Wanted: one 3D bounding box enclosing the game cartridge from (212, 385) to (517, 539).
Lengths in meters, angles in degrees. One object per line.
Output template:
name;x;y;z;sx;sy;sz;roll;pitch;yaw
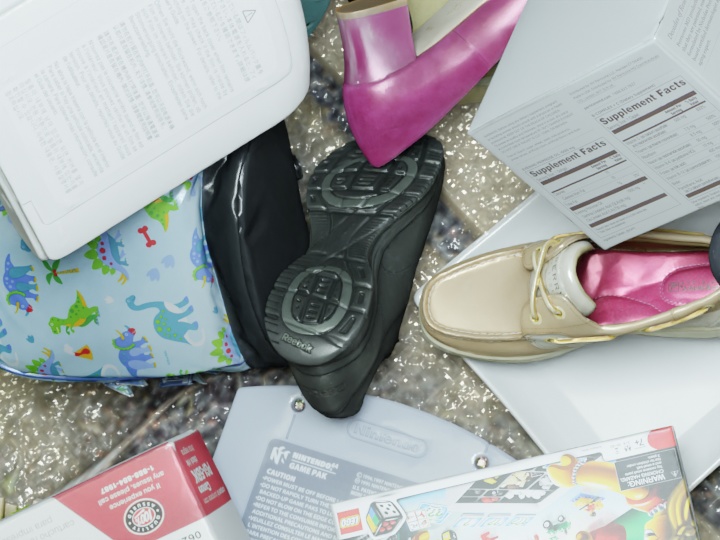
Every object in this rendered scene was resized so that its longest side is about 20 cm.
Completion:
game cartridge;0.005;0.142;1.466;0.199;0.040;0.134;17;82;18

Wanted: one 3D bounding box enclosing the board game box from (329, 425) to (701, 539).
board game box;0.092;0.171;1.401;0.199;0.035;0.127;-14;75;5

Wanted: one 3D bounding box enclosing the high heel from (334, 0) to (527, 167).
high heel;0.083;-0.129;1.487;0.199;0.067;0.096;-17;109;-19

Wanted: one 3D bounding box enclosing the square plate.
square plate;0.166;0.026;1.464;0.198;0.028;0.200;-40;69;-1

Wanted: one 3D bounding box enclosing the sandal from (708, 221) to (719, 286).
sandal;0.268;0.041;1.395;0.200;0.043;0.076;49;64;-8

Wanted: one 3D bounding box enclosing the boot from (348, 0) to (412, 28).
boot;0.059;-0.242;1.523;0.173;0.069;0.201;-15;78;1

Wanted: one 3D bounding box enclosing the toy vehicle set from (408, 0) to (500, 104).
toy vehicle set;0.081;-0.203;1.554;0.124;0.027;0.201;-5;73;12

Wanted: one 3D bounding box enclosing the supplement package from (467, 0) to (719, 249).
supplement package;0.173;-0.138;1.374;0.111;0.156;0.200;39;55;-20

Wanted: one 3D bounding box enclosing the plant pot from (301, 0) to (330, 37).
plant pot;-0.112;-0.190;1.515;0.200;0.201;0.161;-40;77;0

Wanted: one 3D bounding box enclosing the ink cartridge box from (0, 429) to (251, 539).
ink cartridge box;-0.120;0.212;1.418;0.146;0.083;0.201;-26;88;6

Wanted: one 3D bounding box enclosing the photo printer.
photo printer;-0.127;-0.120;1.372;0.200;0.167;0.069;-33;39;-10

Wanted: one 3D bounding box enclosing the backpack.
backpack;-0.142;-0.006;1.491;0.199;0.154;0.164;3;116;27

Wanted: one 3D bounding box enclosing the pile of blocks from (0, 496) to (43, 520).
pile of blocks;-0.242;0.173;1.501;0.199;0.062;0.083;-9;90;4

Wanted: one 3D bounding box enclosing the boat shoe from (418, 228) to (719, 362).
boat shoe;0.125;0.007;1.427;0.199;0.069;0.074;-7;72;12

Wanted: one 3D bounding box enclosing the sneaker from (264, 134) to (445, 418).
sneaker;0.000;0.000;1.484;0.076;0.091;0.200;10;50;23
